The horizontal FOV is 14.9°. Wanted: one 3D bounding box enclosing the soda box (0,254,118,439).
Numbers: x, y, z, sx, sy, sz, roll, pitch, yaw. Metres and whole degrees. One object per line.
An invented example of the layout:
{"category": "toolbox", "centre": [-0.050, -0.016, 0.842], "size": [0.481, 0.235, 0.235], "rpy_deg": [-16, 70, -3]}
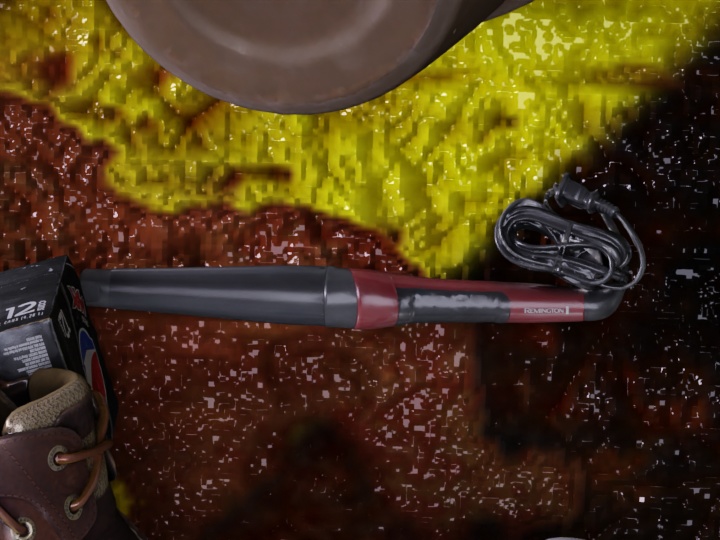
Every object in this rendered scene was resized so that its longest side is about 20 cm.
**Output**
{"category": "soda box", "centre": [-0.187, 0.058, 0.945], "size": [0.199, 0.071, 0.064], "rpy_deg": [-15, 108, 4]}

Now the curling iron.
{"category": "curling iron", "centre": [0.000, 0.000, 0.964], "size": [0.198, 0.026, 0.050], "rpy_deg": [-6, 77, 6]}

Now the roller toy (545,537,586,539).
{"category": "roller toy", "centre": [0.060, 0.197, 0.910], "size": [0.139, 0.182, 0.201], "rpy_deg": [-29, 95, 4]}

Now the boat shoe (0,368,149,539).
{"category": "boat shoe", "centre": [-0.110, 0.063, 0.876], "size": [0.200, 0.072, 0.072], "rpy_deg": [41, 106, -10]}

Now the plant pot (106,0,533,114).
{"category": "plant pot", "centre": [-0.009, -0.137, 0.834], "size": [0.199, 0.175, 0.201], "rpy_deg": [8, 124, 12]}
